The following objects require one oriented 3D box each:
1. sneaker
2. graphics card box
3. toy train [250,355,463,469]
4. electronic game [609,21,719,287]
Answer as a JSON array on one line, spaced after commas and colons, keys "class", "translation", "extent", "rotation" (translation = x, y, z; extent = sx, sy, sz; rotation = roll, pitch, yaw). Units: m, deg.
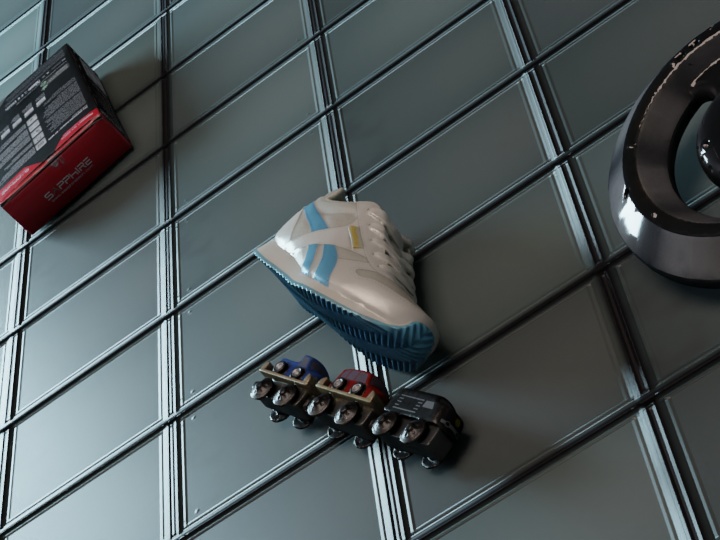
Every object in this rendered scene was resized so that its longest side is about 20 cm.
[{"class": "sneaker", "translation": [0.000, 0.000, 1.200], "extent": [0.081, 0.077, 0.200], "rotation": [-44, 32, -5]}, {"class": "graphics card box", "translation": [-0.289, -0.125, 1.715], "extent": [0.125, 0.051, 0.200], "rotation": [-42, 32, 4]}, {"class": "toy train", "translation": [-0.005, 0.082, 1.144], "extent": [0.200, 0.034, 0.046], "rotation": [10, 56, 53]}, {"class": "electronic game", "translation": [0.229, -0.078, 1.042], "extent": [0.200, 0.042, 0.200], "rotation": [-26, 43, 27]}]
